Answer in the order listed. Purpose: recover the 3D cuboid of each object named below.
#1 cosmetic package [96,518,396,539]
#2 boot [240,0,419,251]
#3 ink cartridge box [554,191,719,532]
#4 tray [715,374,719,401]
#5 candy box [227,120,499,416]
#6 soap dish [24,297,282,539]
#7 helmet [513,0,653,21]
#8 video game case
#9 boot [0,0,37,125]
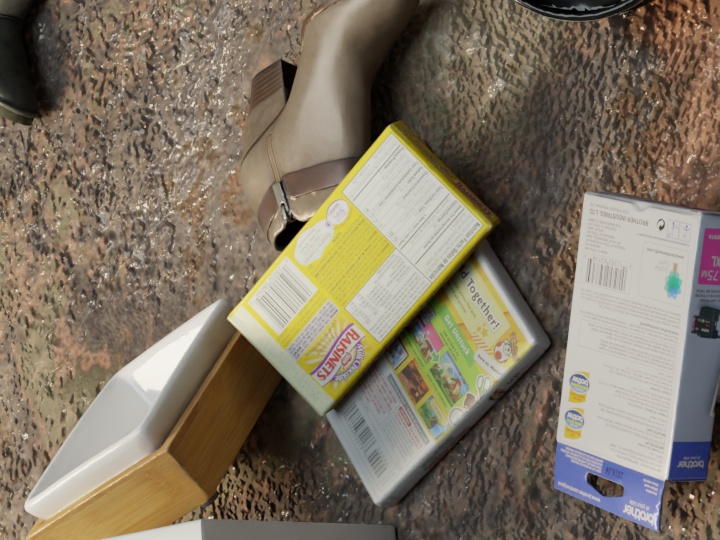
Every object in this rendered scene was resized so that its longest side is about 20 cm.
[{"bbox_3d":[-0.092,0.210,1.555,0.150,0.199,0.052,-18,72,38],"label":"cosmetic package"},{"bbox_3d":[-0.015,-0.109,1.616,0.200,0.070,0.147,-36,55,40],"label":"boot"},{"bbox_3d":[0.180,0.055,1.417,0.119,0.042,0.201,16,100,57],"label":"ink cartridge box"},{"bbox_3d":[0.294,0.008,1.351,0.199,0.022,0.108,-20,72,38],"label":"tray"},{"bbox_3d":[0.000,0.000,1.568,0.102,0.026,0.200,44,115,6],"label":"candy box"},{"bbox_3d":[-0.147,0.122,1.638,0.157,0.200,0.081,-34,104,33],"label":"soap dish"},{"bbox_3d":[0.158,-0.263,1.413,0.199,0.191,0.201,-3,68,7],"label":"helmet"},{"bbox_3d":[0.028,0.036,1.595,0.182,0.023,0.201,-48,55,26],"label":"video game case"},{"bbox_3d":[-0.283,-0.249,1.896,0.200,0.072,0.182,-50,56,16],"label":"boot"}]
